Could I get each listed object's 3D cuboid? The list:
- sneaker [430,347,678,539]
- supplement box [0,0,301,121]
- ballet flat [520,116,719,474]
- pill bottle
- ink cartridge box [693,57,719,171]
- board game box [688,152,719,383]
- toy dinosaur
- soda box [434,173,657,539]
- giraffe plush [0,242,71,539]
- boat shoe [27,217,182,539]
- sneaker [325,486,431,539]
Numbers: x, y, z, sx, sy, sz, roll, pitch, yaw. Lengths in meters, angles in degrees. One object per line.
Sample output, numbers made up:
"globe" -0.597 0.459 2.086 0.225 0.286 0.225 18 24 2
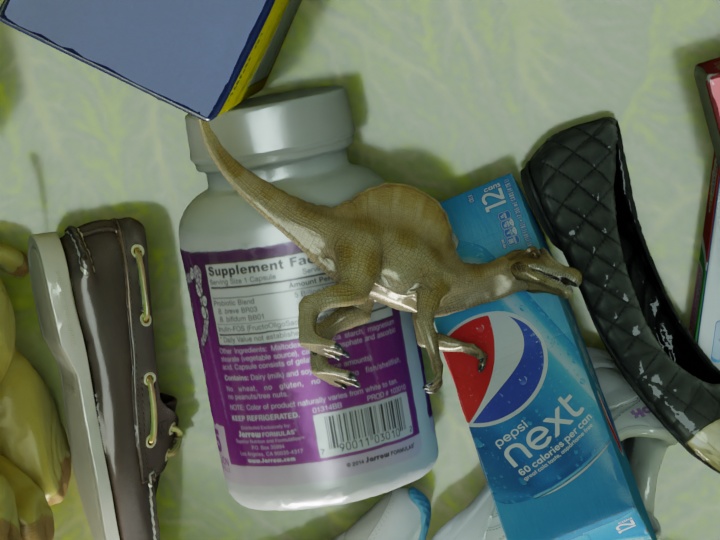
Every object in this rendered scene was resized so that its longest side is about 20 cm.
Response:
"sneaker" 0.094 0.141 1.179 0.075 0.100 0.200 16 103 -38
"supplement box" -0.084 -0.148 1.101 0.109 0.200 0.109 26 99 0
"ballet flat" 0.144 0.013 1.151 0.057 0.066 0.200 -34 73 18
"pill bottle" -0.030 0.012 1.166 0.112 0.112 0.200 -9 97 5
"ink cartridge box" 0.276 -0.055 1.108 0.200 0.083 0.147 -16 96 6
"board game box" 0.252 -0.018 1.178 0.153 0.040 0.200 8 99 3
"toy dinosaur" 0.000 0.000 1.098 0.200 0.058 0.101 20 70 -8
"soda box" 0.082 0.055 1.132 0.064 0.068 0.200 -23 56 7
"giraffe plush" -0.253 0.067 1.169 0.162 0.173 0.200 -10 89 9
"boat shoe" -0.124 0.071 1.204 0.059 0.072 0.200 -15 104 -17
"sneaker" -0.042 0.184 1.211 0.081 0.077 0.200 42 97 -1
